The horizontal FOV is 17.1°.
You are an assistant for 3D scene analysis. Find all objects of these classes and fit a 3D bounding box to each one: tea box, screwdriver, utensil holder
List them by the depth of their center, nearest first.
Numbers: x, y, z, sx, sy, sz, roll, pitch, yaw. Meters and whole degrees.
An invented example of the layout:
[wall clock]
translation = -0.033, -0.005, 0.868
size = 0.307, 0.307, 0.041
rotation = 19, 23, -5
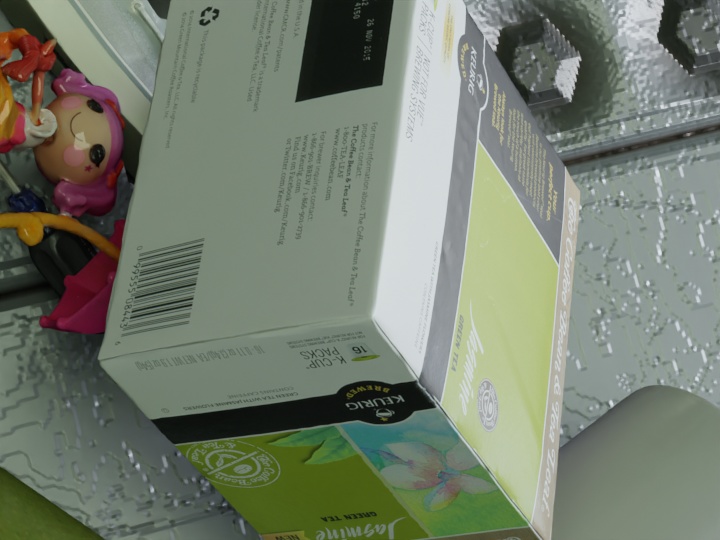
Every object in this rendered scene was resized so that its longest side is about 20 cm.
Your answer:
[tea box]
translation = 0.000, 0.000, 1.062
size = 0.197, 0.133, 0.201
rotation = 52, 37, -45
[screwdriver]
translation = -0.171, -0.047, 1.114
size = 0.200, 0.028, 0.029
rotation = 53, 41, -28
[utensil holder]
translation = 0.110, 0.174, 1.119
size = 0.200, 0.170, 0.170
rotation = -36, 91, -21

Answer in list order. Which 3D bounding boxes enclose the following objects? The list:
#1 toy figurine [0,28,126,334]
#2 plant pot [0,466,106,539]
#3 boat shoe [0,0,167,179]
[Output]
[toy figurine]
translation = -0.157, -0.047, 1.063
size = 0.183, 0.150, 0.201
rotation = 14, 61, -42
[plant pot]
translation = -0.162, 0.174, 1.035
size = 0.184, 0.200, 0.201
rotation = 30, 72, -26
[boat shoe]
translation = -0.103, -0.101, 1.160
size = 0.071, 0.070, 0.201
rotation = -38, 89, -16
